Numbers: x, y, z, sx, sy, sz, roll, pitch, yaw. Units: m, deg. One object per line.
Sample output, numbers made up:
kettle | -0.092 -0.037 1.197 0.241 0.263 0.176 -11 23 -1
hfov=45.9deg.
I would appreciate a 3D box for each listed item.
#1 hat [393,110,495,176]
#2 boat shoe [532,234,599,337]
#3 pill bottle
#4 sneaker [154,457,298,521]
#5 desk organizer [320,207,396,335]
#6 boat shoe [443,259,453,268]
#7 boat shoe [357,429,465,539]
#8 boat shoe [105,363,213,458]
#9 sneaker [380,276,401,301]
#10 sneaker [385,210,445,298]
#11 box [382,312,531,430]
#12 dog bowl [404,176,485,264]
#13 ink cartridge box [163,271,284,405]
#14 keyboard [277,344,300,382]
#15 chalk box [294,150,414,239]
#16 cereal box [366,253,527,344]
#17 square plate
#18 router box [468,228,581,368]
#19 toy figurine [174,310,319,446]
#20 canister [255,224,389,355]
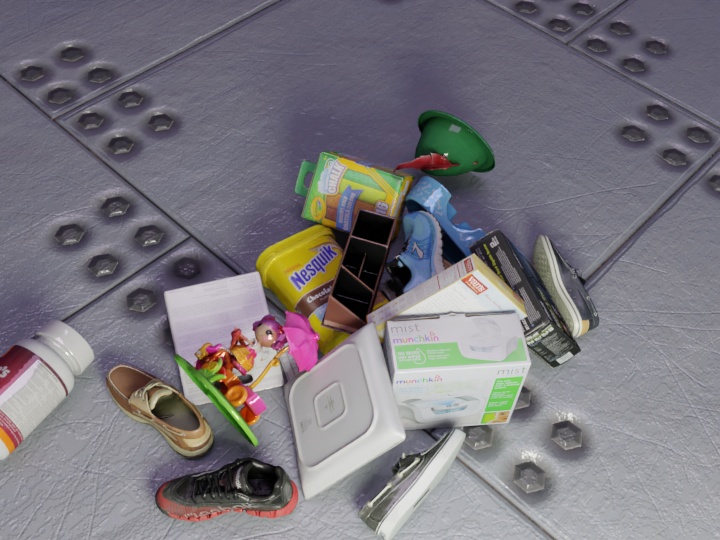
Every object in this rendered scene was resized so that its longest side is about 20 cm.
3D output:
hat | 0.130 -0.184 1.583 0.176 0.200 0.166 -56 27 -16
boat shoe | 0.351 0.025 1.466 0.062 0.075 0.200 -8 56 -17
pill bottle | -0.497 0.172 1.256 0.109 0.110 0.200 26 54 17
sneaker | -0.187 0.302 1.181 0.200 0.098 0.071 -1 53 -3
desk organizer | 0.000 0.000 1.350 0.072 0.077 0.200 16 50 2
boat shoe | 0.173 0.033 1.451 0.065 0.071 0.200 -33 68 -34
boat shoe | 0.076 0.293 1.224 0.064 0.071 0.200 35 58 21
boat shoe | -0.299 0.197 1.273 0.200 0.074 0.076 30 55 19
sneaker | 0.124 0.074 1.407 0.083 0.081 0.200 -19 60 -46
sneaker | 0.085 -0.023 1.376 0.090 0.078 0.200 4 47 -11
box | 0.134 0.152 1.275 0.200 0.177 0.097 -2 52 -7
dog bowl | 0.154 -0.073 1.488 0.050 0.111 0.200 -40 85 -14
ink cartridge box | -0.221 0.113 1.376 0.161 0.050 0.200 -12 72 -11
keyboard | -0.080 0.187 1.338 0.056 0.011 0.200 -14 53 -15
chalk box | -0.023 -0.138 1.508 0.200 0.125 0.124 18 11 10
cereal box | 0.129 0.068 1.280 0.200 0.144 0.040 -31 42 23
square plate | -0.036 0.200 1.235 0.028 0.198 0.200 28 35 -41
router box | 0.268 0.046 1.385 0.062 0.150 0.200 -35 53 17
toy figurine | -0.153 0.131 1.273 0.184 0.150 0.200 -41 49 -17
canister | -0.060 0.033 1.418 0.148 0.087 0.200 -27 59 -26
